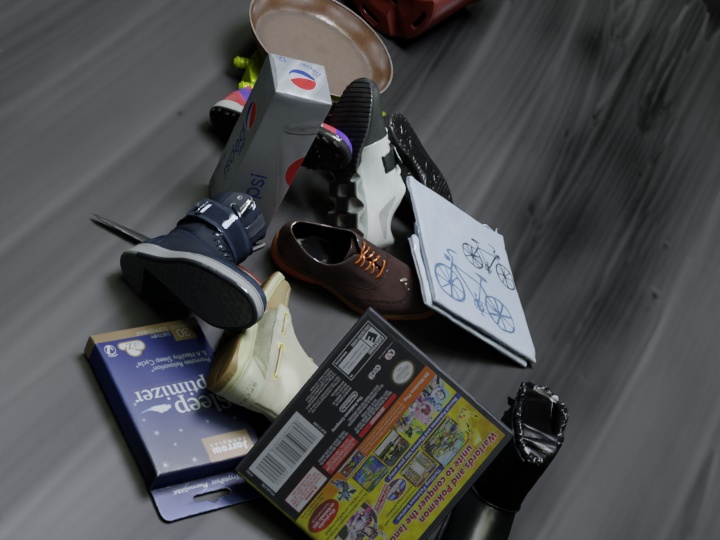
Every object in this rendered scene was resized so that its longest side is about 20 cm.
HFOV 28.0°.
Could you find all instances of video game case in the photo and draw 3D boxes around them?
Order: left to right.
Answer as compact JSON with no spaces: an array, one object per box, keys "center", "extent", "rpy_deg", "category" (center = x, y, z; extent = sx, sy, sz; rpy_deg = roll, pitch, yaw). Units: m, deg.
[{"center":[0.012,0.169,1.350],"extent":[0.180,0.200,0.026],"rpy_deg":[40,2,0],"category":"video game case"}]

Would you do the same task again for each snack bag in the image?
[{"center":[0.120,-0.002,1.657],"extent":[0.188,0.021,0.202],"rpy_deg":[30,36,-38],"category":"snack bag"}]

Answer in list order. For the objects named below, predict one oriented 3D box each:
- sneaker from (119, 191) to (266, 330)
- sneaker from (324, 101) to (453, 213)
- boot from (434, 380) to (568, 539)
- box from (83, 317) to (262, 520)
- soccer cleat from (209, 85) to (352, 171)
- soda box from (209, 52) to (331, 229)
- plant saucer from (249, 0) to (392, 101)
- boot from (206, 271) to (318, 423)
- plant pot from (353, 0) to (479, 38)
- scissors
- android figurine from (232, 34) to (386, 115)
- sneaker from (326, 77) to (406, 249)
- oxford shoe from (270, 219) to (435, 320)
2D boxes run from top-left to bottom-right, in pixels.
[{"center":[-0.130,-0.015,1.455],"extent":[0.146,0.078,0.201],"rpy_deg":[-32,35,-34],"category":"sneaker"},{"center":[0.028,-0.121,1.725],"extent":[0.201,0.103,0.060],"rpy_deg":[59,36,-27],"category":"sneaker"},{"center":[0.138,0.217,1.397],"extent":[0.073,0.163,0.199],"rpy_deg":[25,42,-6],"category":"boot"},{"center":[-0.173,0.138,1.389],"extent":[0.120,0.033,0.201],"rpy_deg":[-9,56,-36],"category":"box"},{"center":[-0.082,-0.170,1.657],"extent":[0.198,0.069,0.073],"rpy_deg":[18,50,33],"category":"soccer cleat"},{"center":[-0.100,-0.136,1.567],"extent":[0.068,0.201,0.064],"rpy_deg":[10,45,-23],"category":"soda box"},{"center":[-0.053,-0.276,1.798],"extent":[0.198,0.032,0.202],"rpy_deg":[19,42,-18],"category":"plant saucer"},{"center":[-0.065,0.098,1.453],"extent":[0.154,0.072,0.201],"rpy_deg":[37,28,-12],"category":"boot"},{"center":[0.091,-0.427,1.981],"extent":[0.200,0.201,0.195],"rpy_deg":[40,51,10],"category":"plant pot"},{"center":[-0.190,-0.016,1.543],"extent":[0.199,0.014,0.073],"rpy_deg":[36,44,6],"category":"scissors"},{"center":[-0.064,-0.223,1.794],"extent":[0.198,0.041,0.183],"rpy_deg":[11,46,-24],"category":"android figurine"},{"center":[0.012,-0.119,1.657],"extent":[0.088,0.203,0.074],"rpy_deg":[-2,10,-38],"category":"sneaker"},{"center":[0.000,0.000,1.577],"extent":[0.198,0.073,0.072],"rpy_deg":[19,69,-10],"category":"oxford shoe"}]
